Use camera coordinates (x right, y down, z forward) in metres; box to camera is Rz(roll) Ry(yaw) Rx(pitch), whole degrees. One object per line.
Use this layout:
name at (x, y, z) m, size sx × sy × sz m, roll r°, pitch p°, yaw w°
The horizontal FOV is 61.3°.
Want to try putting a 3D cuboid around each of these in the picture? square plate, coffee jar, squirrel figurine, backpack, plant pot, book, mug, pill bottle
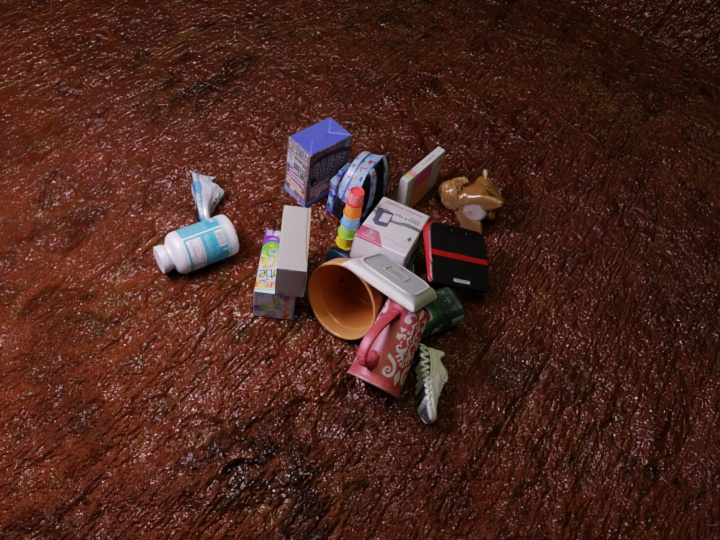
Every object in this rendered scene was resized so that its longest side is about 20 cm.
square plate at (0.077, 0.016, 1.415) m, size 0.199 × 0.029 × 0.198 m, roll 35°, pitch 20°, yaw 15°
coffee jar at (0.159, 0.122, 1.536) m, size 0.199 × 0.086 × 0.105 m, roll -22°, pitch 66°, yaw -26°
squirrel figurine at (0.334, -0.233, 1.824) m, size 0.198 × 0.142 × 0.187 m, roll 24°, pitch 45°, yaw 5°
backpack at (-0.001, -0.247, 1.725) m, size 0.134 × 0.201 × 0.183 m, roll 32°, pitch 54°, yaw 15°
plant pot at (-0.012, 0.052, 1.506) m, size 0.199 × 0.201 × 0.140 m, roll 35°, pitch 36°, yaw 17°
book at (0.177, -0.269, 1.819) m, size 0.048 × 0.134 × 0.200 m, roll 35°, pitch 53°, yaw 18°
mug at (0.072, 0.169, 1.377) m, size 0.133 × 0.178 × 0.201 m, roll 26°, pitch 79°, yaw 4°
pill bottle at (-0.421, -0.062, 1.555) m, size 0.199 × 0.111 × 0.111 m, roll -23°, pitch 59°, yaw -27°

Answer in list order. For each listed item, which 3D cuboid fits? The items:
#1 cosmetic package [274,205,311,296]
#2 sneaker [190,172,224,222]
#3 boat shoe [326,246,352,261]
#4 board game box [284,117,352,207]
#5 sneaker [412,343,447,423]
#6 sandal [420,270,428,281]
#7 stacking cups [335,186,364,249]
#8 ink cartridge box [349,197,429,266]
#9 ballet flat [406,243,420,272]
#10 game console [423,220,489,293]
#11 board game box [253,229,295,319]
cosmetic package at (-0.162, -0.048, 1.464) m, size 0.072 × 0.104 × 0.201 m, roll 6°, pitch 52°, yaw -8°
sneaker at (-0.420, -0.200, 1.693) m, size 0.086 × 0.075 × 0.201 m, roll -3°, pitch 53°, yaw -20°
boat shoe at (0.000, 0.000, 1.621) m, size 0.199 × 0.084 × 0.069 m, roll 37°, pitch 45°, yaw -2°
board game box at (-0.124, -0.311, 1.751) m, size 0.159 × 0.201 × 0.097 m, roll -33°, pitch 65°, yaw -30°
sneaker at (0.171, 0.266, 1.438) m, size 0.080 × 0.075 × 0.201 m, roll 12°, pitch 51°, yaw -13°
sandal at (0.258, 0.005, 1.673) m, size 0.210 × 0.077 × 0.070 m, roll -25°, pitch 93°, yaw -29°
stacking cups at (-0.028, -0.140, 1.634) m, size 0.060 × 0.201 × 0.061 m, roll 4°, pitch 53°, yaw -6°
ink cartridge box at (0.080, -0.091, 1.608) m, size 0.144 × 0.085 × 0.200 m, roll 24°, pitch 42°, yaw 9°
ballet flat at (0.116, -0.018, 1.652) m, size 0.072 × 0.073 × 0.201 m, roll 16°, pitch 45°, yaw 2°
game console at (0.255, -0.035, 1.611) m, size 0.198 × 0.031 × 0.179 m, roll 10°, pitch 67°, yaw -27°
board game box at (-0.207, 0.009, 1.543) m, size 0.102 × 0.105 × 0.201 m, roll 7°, pitch 50°, yaw -5°
